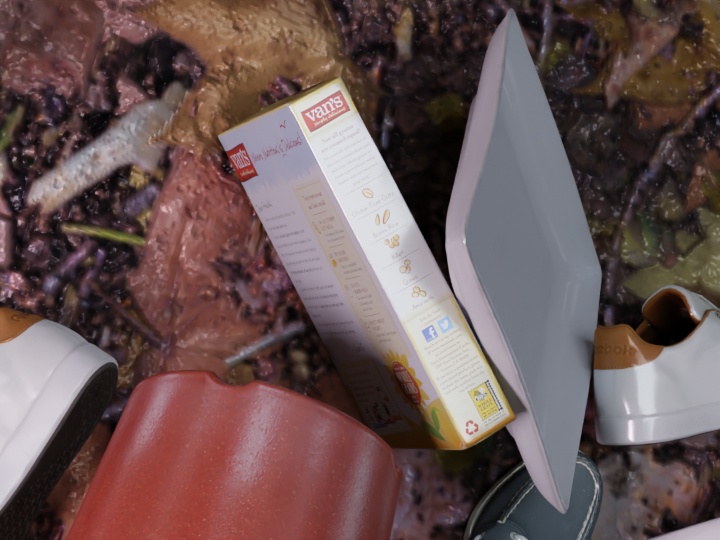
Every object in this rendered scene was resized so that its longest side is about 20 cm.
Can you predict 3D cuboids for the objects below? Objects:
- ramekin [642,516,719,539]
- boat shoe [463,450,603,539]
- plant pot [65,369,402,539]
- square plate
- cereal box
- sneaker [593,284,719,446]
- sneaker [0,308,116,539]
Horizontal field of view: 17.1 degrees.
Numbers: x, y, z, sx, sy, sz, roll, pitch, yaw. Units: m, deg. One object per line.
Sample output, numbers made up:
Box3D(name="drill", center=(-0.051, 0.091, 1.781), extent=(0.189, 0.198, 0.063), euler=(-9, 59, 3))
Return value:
Box3D(name="ramekin", center=(0.247, 0.176, 1.343), extent=(0.200, 0.200, 0.098), euler=(-13, 80, -26))
Box3D(name="boat shoe", center=(0.082, 0.180, 1.334), extent=(0.073, 0.062, 0.200), euler=(45, 67, -13))
Box3D(name="plant pot", center=(-0.075, 0.168, 1.201), extent=(0.200, 0.201, 0.196), euler=(26, 64, -20))
Box3D(name="square plate", center=(0.087, -0.006, 1.295), extent=(0.200, 0.028, 0.199), euler=(-76, 151, -47))
Box3D(name="cereal box", center=(0.000, 0.000, 1.274), extent=(0.039, 0.144, 0.201), euler=(-28, 96, -17))
Box3D(name="sneaker", center=(0.215, 0.046, 1.395), extent=(0.199, 0.073, 0.085), euler=(-9, 91, -40))
Box3D(name="sneaker", center=(-0.210, 0.110, 1.206), extent=(0.084, 0.073, 0.200), euler=(31, 75, 15))
